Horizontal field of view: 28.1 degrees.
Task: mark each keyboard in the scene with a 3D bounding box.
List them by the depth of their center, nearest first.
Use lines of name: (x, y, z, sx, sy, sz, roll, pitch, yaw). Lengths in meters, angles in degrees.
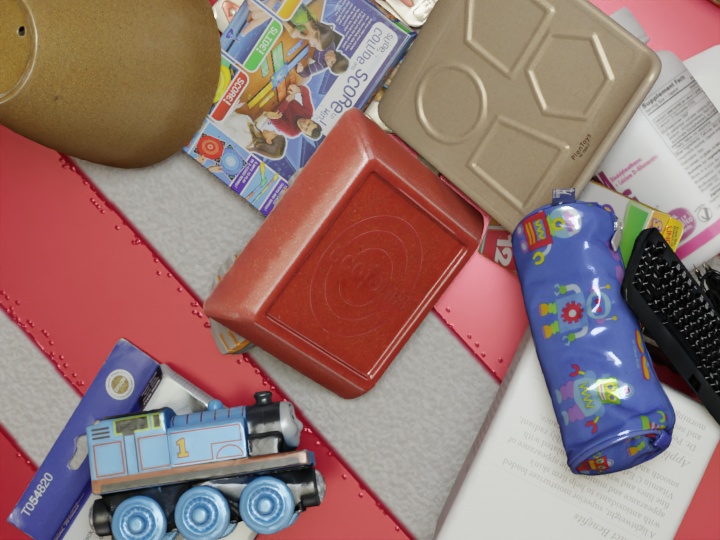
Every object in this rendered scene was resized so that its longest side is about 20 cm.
keyboard: (0.263, 0.044, 1.056, 0.039, 0.105, 0.200, -17, 126, 39)

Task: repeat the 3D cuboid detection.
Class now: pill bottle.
pill bottle: (0.236, -0.104, 1.167, 0.113, 0.113, 0.201, -36, 87, 4)

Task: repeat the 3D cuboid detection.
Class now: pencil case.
pencil case: (0.169, 0.045, 1.042, 0.086, 0.078, 0.202, -21, 67, 23)

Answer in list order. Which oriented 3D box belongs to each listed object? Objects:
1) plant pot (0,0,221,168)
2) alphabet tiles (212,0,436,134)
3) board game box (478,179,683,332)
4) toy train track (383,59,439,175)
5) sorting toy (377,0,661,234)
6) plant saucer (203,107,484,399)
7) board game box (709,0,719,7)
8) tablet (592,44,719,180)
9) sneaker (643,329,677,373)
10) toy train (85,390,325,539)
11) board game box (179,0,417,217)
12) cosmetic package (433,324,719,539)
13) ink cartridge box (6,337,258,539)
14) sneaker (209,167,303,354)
plant pot: (-0.238, -0.177, 1.150, 0.184, 0.200, 0.189, 1, 94, 23)
alphabet tiles: (-0.027, -0.197, 1.250, 0.200, 0.015, 0.196, -45, 87, 4)
board game box: (0.172, -0.025, 1.153, 0.030, 0.200, 0.097, 13, 102, -36)
toy train track: (0.049, -0.158, 1.230, 0.199, 0.033, 0.116, 31, 101, 3)
sorting toy: (0.122, -0.144, 1.142, 0.200, 0.036, 0.186, 44, 119, 23)
plant saucer: (0.000, 0.000, 1.171, 0.201, 0.199, 0.037, -53, 44, 2)
board game box: (0.332, -0.296, 1.206, 0.199, 0.046, 0.152, 33, 92, 4)
tablet: (0.248, -0.093, 1.230, 0.198, 0.014, 0.131, -25, 88, 4)
sneaker: (0.256, 0.051, 1.204, 0.199, 0.115, 0.076, 32, 73, -30)
toy train: (-0.130, 0.165, 1.185, 0.197, 0.087, 0.116, -9, 83, 3)
board game box: (-0.062, -0.157, 1.216, 0.135, 0.034, 0.201, 38, 108, 3)
cosmetic package: (0.170, 0.166, 1.160, 0.163, 0.165, 0.202, 26, 92, 4)
ink cartridge box: (-0.182, 0.194, 1.249, 0.199, 0.041, 0.201, 32, 92, 4)
sneaker: (-0.057, 0.000, 1.217, 0.200, 0.077, 0.079, -49, 52, 25)
